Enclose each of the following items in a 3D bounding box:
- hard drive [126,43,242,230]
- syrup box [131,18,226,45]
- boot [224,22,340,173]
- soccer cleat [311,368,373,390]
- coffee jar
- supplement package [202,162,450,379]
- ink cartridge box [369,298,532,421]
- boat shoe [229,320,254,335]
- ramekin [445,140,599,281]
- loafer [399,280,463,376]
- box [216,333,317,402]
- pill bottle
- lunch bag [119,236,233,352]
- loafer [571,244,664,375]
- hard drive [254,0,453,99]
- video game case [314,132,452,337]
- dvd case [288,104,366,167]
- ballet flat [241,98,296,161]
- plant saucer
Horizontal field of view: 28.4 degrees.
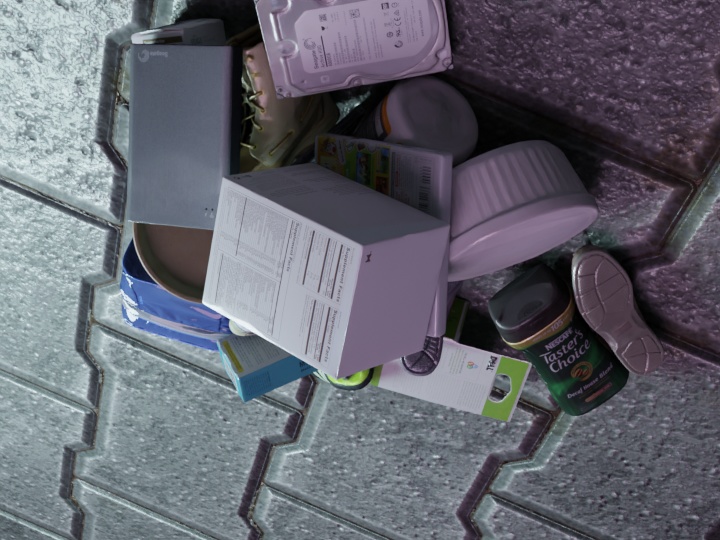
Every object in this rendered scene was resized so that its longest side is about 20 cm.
[{"bbox_3d":[-0.196,-0.150,1.580,0.139,0.033,0.202,6,98,29],"label":"hard drive"},{"bbox_3d":[-0.197,-0.187,1.657,0.081,0.079,0.202,-1,106,31],"label":"syrup box"},{"bbox_3d":[-0.122,-0.180,1.606,0.073,0.200,0.156,22,148,46],"label":"boot"},{"bbox_3d":[-0.026,0.132,1.972,0.081,0.068,0.200,33,170,-29],"label":"soccer cleat"},{"bbox_3d":[0.245,0.086,1.770,0.104,0.086,0.200,-35,123,11],"label":"coffee jar"},{"bbox_3d":[-0.038,-0.006,1.510,0.199,0.151,0.152,26,115,33],"label":"supplement package"},{"bbox_3d":[0.124,0.111,1.897,0.198,0.076,0.148,16,140,3],"label":"ink cartridge box"},{"bbox_3d":[-0.083,0.037,1.859,0.062,0.199,0.073,-35,71,61],"label":"boat shoe"},{"bbox_3d":[0.159,-0.069,1.592,0.202,0.201,0.095,-34,72,46],"label":"ramekin"},{"bbox_3d":[0.088,0.030,1.782,0.071,0.063,0.202,13,100,0],"label":"loafer"},{"bbox_3d":[-0.083,0.095,1.886,0.199,0.082,0.049,-23,135,-13],"label":"box"},{"bbox_3d":[0.041,-0.126,1.639,0.116,0.117,0.200,33,142,-10],"label":"pill bottle"},{"bbox_3d":[-0.220,0.020,1.923,0.198,0.136,0.133,17,142,5],"label":"lunch bag"},{"bbox_3d":[0.305,0.043,1.736,0.072,0.063,0.201,-31,119,7],"label":"loafer"},{"bbox_3d":[-0.005,-0.261,1.515,0.198,0.038,0.140,-8,134,3],"label":"hard drive"},{"bbox_3d":[0.021,-0.042,1.568,0.181,0.023,0.202,13,109,38],"label":"video game case"},{"bbox_3d":[-0.074,-0.101,1.702,0.016,0.149,0.200,40,141,4],"label":"dvd case"},{"bbox_3d":[-0.122,-0.142,1.737,0.068,0.068,0.201,-11,124,17],"label":"ballet flat"},{"bbox_3d":[-0.191,-0.058,1.814,0.199,0.201,0.029,34,-178,-12],"label":"plant saucer"}]
